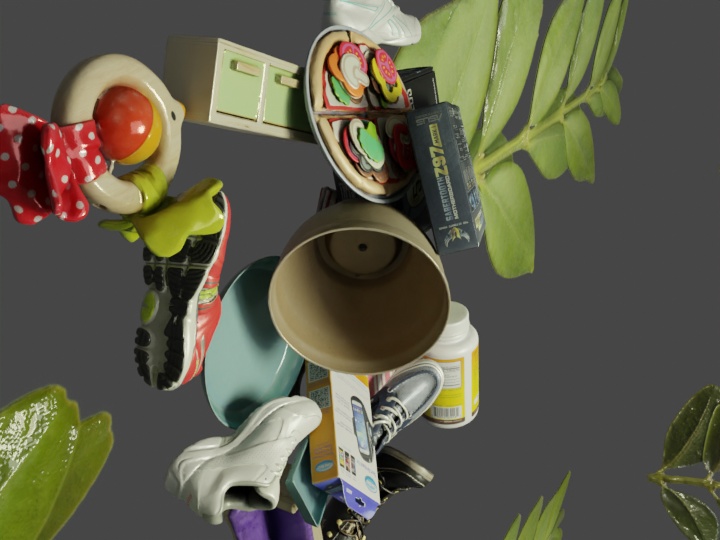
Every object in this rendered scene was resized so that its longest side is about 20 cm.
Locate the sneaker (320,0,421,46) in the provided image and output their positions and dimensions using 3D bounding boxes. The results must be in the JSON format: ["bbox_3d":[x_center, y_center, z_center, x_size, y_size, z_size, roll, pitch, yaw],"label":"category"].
[{"bbox_3d":[0.019,-0.316,0.998,0.200,0.070,0.081,-26,120,-55],"label":"sneaker"}]

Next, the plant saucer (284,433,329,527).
[{"bbox_3d":[-0.050,0.222,0.986,0.070,0.019,0.200,65,18,-17],"label":"plant saucer"}]

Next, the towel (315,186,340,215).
[{"bbox_3d":[-0.016,-0.023,1.093,0.199,0.023,0.146,17,87,-60],"label":"towel"}]

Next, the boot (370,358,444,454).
[{"bbox_3d":[0.038,0.205,1.109,0.200,0.073,0.090,-41,-171,4],"label":"boot"}]

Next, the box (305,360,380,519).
[{"bbox_3d":[-0.022,0.203,1.001,0.119,0.041,0.202,49,30,-49],"label":"box"}]

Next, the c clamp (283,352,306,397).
[{"bbox_3d":[-0.042,0.148,1.102,0.200,0.027,0.173,-37,131,-52],"label":"c clamp"}]

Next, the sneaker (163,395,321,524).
[{"bbox_3d":[-0.109,0.214,0.886,0.199,0.099,0.078,-27,147,-36],"label":"sneaker"}]

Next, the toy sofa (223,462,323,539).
[{"bbox_3d":[-0.096,0.346,1.017,0.098,0.082,0.202,-45,137,-47],"label":"toy sofa"}]

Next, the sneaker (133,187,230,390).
[{"bbox_3d":[-0.167,0.016,0.791,0.085,0.076,0.202,-3,110,-72],"label":"sneaker"}]

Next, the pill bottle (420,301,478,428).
[{"bbox_3d":[0.145,0.157,1.363,0.109,0.108,0.202,-41,135,-48],"label":"pill bottle"}]

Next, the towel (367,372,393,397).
[{"bbox_3d":[0.036,0.108,1.206,0.147,0.030,0.201,83,29,-49],"label":"towel"}]

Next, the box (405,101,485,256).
[{"bbox_3d":[0.104,-0.111,0.944,0.200,0.050,0.159,-43,119,-75],"label":"box"}]

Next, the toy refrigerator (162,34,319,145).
[{"bbox_3d":[-0.106,-0.177,0.817,0.199,0.069,0.077,-2,102,-61],"label":"toy refrigerator"}]

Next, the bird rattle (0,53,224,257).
[{"bbox_3d":[-0.210,-0.098,0.666,0.199,0.112,0.165,28,64,-48],"label":"bird rattle"}]

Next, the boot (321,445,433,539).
[{"bbox_3d":[0.011,0.323,1.125,0.073,0.199,0.151,40,66,-20],"label":"boot"}]

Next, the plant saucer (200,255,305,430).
[{"bbox_3d":[-0.122,0.081,0.929,0.200,0.027,0.202,-33,128,-54],"label":"plant saucer"}]

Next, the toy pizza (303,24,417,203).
[{"bbox_3d":[0.013,-0.174,0.887,0.199,0.031,0.203,21,62,-48],"label":"toy pizza"}]

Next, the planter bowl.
[{"bbox_3d":[0.000,0.000,0.927,0.135,0.198,0.202,-87,169,-55],"label":"planter bowl"}]

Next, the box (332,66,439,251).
[{"bbox_3d":[0.040,-0.146,1.047,0.164,0.085,0.202,-35,120,-52],"label":"box"}]
